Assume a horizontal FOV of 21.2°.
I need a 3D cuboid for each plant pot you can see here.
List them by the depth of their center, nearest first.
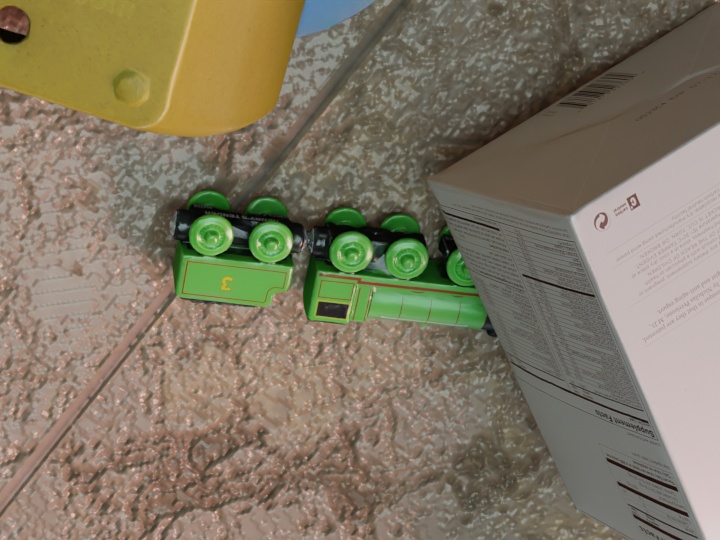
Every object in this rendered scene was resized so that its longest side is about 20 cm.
[{"bbox_3d":[-0.116,-0.160,0.808,0.199,0.177,0.201,17,111,-1],"label":"plant pot"}]

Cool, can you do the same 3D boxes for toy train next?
[{"bbox_3d":[0.000,0.000,0.977,0.199,0.042,0.057,7,116,-11],"label":"toy train"}]

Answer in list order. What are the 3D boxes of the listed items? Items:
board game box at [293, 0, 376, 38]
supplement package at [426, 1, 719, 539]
[{"bbox_3d":[-0.055,-0.209,0.901,0.157,0.039,0.201,4,109,3],"label":"board game box"},{"bbox_3d":[0.174,0.005,0.925,0.191,0.147,0.201,-31,110,-16],"label":"supplement package"}]
